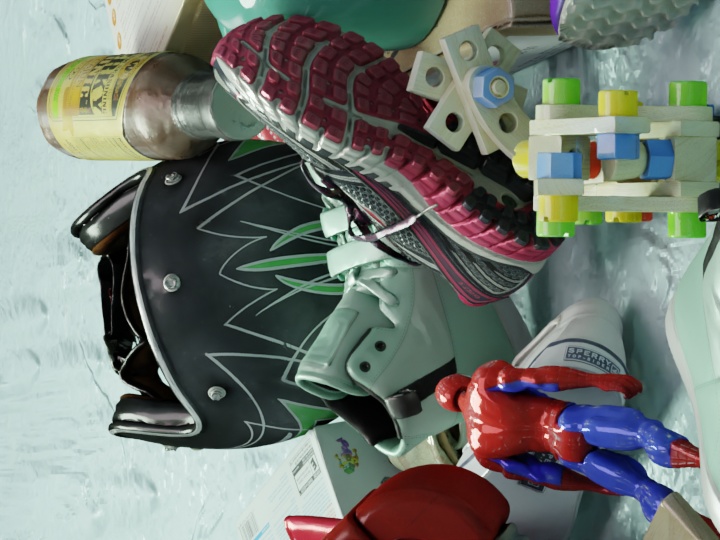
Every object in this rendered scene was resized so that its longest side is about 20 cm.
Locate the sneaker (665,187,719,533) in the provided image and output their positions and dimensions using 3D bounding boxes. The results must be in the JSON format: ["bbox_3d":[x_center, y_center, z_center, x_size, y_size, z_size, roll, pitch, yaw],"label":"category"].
[{"bbox_3d":[0.187,0.044,1.163,0.118,0.074,0.201,102,157,-45],"label":"sneaker"}]

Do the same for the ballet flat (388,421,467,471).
[{"bbox_3d":[0.051,0.023,1.533,0.062,0.067,0.200,14,111,39],"label":"ballet flat"}]

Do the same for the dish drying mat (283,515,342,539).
[{"bbox_3d":[0.046,0.170,1.451,0.200,0.018,0.077,5,130,43],"label":"dish drying mat"}]

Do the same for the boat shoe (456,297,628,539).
[{"bbox_3d":[0.093,0.094,1.424,0.200,0.073,0.065,-57,10,44],"label":"boat shoe"}]

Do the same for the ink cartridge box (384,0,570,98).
[{"bbox_3d":[0.061,-0.190,1.449,0.200,0.075,0.165,162,103,-66],"label":"ink cartridge box"}]

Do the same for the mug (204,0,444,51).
[{"bbox_3d":[-0.031,-0.176,1.426,0.152,0.114,0.185,-145,55,-62],"label":"mug"}]

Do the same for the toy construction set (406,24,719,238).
[{"bbox_3d":[0.103,-0.058,1.288,0.200,0.131,0.092,-145,58,-63],"label":"toy construction set"}]

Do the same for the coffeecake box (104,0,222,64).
[{"bbox_3d":[-0.108,-0.211,1.655,0.154,0.073,0.200,119,142,-54],"label":"coffeecake box"}]

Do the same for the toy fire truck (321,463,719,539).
[{"bbox_3d":[0.079,0.155,1.297,0.200,0.176,0.129,-46,-4,14],"label":"toy fire truck"}]

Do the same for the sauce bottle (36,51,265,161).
[{"bbox_3d":[-0.117,-0.095,1.553,0.200,0.065,0.065,2,94,56],"label":"sauce bottle"}]

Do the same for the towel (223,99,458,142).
[{"bbox_3d":[-0.013,-0.085,1.646,0.145,0.022,0.200,52,146,16],"label":"towel"}]

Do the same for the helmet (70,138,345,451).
[{"bbox_3d":[-0.069,0.013,1.592,0.191,0.200,0.200,-23,71,52],"label":"helmet"}]

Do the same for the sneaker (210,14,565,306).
[{"bbox_3d":[0.006,-0.052,1.367,0.075,0.200,0.081,-52,3,43],"label":"sneaker"}]

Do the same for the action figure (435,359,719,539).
[{"bbox_3d":[0.114,0.083,1.305,0.200,0.052,0.066,17,120,38],"label":"action figure"}]

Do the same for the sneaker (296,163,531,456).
[{"bbox_3d":[0.000,0.000,1.434,0.201,0.118,0.074,57,147,-4],"label":"sneaker"}]

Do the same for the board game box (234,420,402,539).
[{"bbox_3d":[0.005,0.206,1.601,0.148,0.064,0.200,-53,52,56],"label":"board game box"}]

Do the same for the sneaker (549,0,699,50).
[{"bbox_3d":[0.138,-0.202,1.280,0.200,0.069,0.100,-66,33,32],"label":"sneaker"}]
